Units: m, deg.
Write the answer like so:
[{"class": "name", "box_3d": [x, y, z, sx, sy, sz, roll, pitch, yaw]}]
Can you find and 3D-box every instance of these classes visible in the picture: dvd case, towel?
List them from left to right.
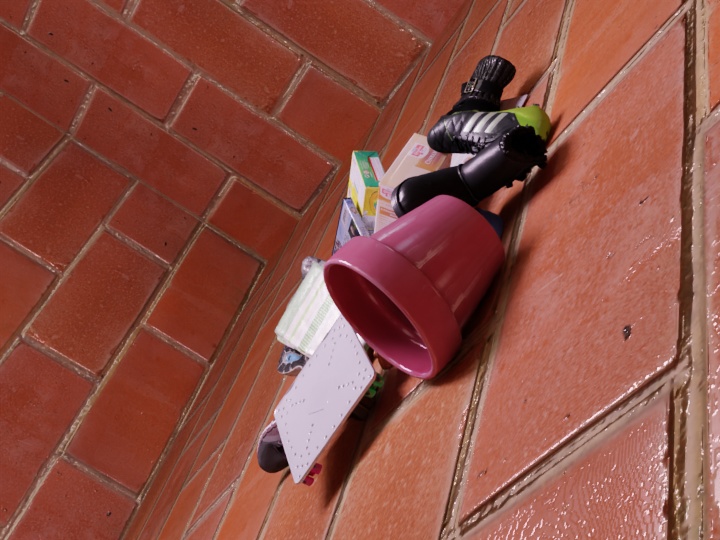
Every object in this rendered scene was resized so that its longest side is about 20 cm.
[{"class": "towel", "box_3d": [-0.051, 0.087, 1.727, 0.200, 0.023, 0.153, 28, 87, 43]}, {"class": "dvd case", "box_3d": [0.000, 0.000, 1.642, 0.143, 0.017, 0.200, 103, 151, -45]}]

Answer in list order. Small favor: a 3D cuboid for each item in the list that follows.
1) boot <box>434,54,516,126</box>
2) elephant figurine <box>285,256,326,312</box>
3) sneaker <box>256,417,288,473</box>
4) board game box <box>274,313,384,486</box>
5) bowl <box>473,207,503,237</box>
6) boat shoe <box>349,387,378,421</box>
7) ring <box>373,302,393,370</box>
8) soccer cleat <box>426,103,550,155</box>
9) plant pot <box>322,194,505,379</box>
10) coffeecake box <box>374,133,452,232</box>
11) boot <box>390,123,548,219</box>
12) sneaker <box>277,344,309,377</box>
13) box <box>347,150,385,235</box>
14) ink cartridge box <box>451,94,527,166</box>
[{"class": "boot", "box_3d": [0.225, -0.290, 1.739, 0.158, 0.079, 0.211, -52, 29, -7]}, {"class": "elephant figurine", "box_3d": [-0.094, 0.078, 2.140, 0.155, 0.141, 0.201, 16, -89, -70]}, {"class": "sneaker", "box_3d": [-0.112, 0.282, 1.688, 0.200, 0.076, 0.116, -53, 13, 19]}, {"class": "board game box", "box_3d": [-0.049, 0.186, 1.491, 0.200, 0.026, 0.200, -55, 25, 12]}, {"class": "bowl", "box_3d": [0.132, -0.005, 1.481, 0.201, 0.039, 0.201, -55, 9, 13]}, {"class": "boat shoe", "box_3d": [-0.024, 0.185, 1.569, 0.068, 0.072, 0.200, -60, 23, -13]}, {"class": "ring", "box_3d": [0.043, 0.044, 1.480, 0.200, 0.019, 0.201, 4, -90, -74]}, {"class": "soccer cleat", "box_3d": [0.187, -0.200, 1.529, 0.199, 0.068, 0.081, -6, 49, 29]}, {"class": "plant pot", "box_3d": [0.080, 0.007, 1.302, 0.179, 0.200, 0.200, -44, 5, -20]}, {"class": "coffeecake box", "box_3d": [0.081, -0.092, 1.635, 0.154, 0.073, 0.200, -56, -21, -44]}, {"class": "boot", "box_3d": [0.154, -0.131, 1.393, 0.198, 0.074, 0.162, -15, -13, -46]}, {"class": "sneaker", "box_3d": [-0.060, 0.164, 1.784, 0.200, 0.090, 0.079, 3, 71, 55]}, {"class": "box", "box_3d": [0.007, -0.086, 1.707, 0.118, 0.048, 0.200, -106, 21, -50]}, {"class": "ink cartridge box", "box_3d": [0.205, -0.216, 1.800, 0.173, 0.044, 0.200, 2, 56, 52]}]
